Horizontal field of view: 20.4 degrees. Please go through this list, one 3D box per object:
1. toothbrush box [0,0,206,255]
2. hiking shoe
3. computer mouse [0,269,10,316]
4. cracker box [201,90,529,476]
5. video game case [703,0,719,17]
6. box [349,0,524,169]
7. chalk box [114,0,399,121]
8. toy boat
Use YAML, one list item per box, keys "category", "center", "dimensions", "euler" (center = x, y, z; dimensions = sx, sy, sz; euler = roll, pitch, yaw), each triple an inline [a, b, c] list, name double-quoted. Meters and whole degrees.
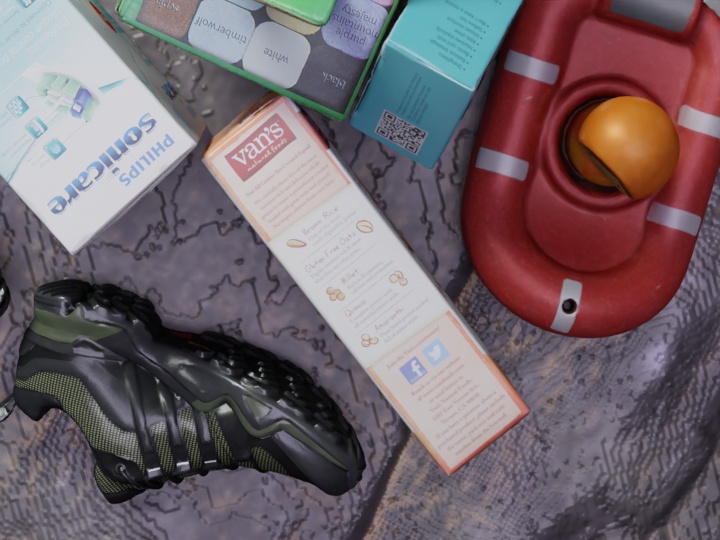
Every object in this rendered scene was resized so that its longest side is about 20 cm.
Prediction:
- category: "toothbrush box"
  center: [-0.173, -0.115, 0.999]
  dimensions: [0.085, 0.146, 0.200]
  euler: [-40, 96, 3]
- category: "hiking shoe"
  center: [-0.096, 0.084, 1.071]
  dimensions: [0.199, 0.076, 0.101]
  euler: [26, 103, 3]
- category: "computer mouse"
  center: [-0.264, -0.061, 1.041]
  dimensions: [0.137, 0.053, 0.202]
  euler: [-10, 106, 16]
- category: "cracker box"
  center: [0.000, 0.000, 1.028]
  dimensions: [0.058, 0.134, 0.200]
  euler: [-38, 98, 2]
- category: "video game case"
  center: [0.307, -0.151, 1.045]
  dimensions: [0.181, 0.045, 0.200]
  euler: [44, 75, -7]
- category: "box"
  center: [0.065, -0.154, 0.992]
  dimensions: [0.049, 0.082, 0.201]
  euler: [29, 62, 0]
- category: "chalk box"
  center: [-0.034, -0.163, 0.963]
  dimensions: [0.124, 0.200, 0.124]
  euler: [24, 108, -6]
- category: "toy boat"
  center: [0.129, -0.063, 1.030]
  dimensions: [0.129, 0.131, 0.202]
  euler: [15, 95, -5]
